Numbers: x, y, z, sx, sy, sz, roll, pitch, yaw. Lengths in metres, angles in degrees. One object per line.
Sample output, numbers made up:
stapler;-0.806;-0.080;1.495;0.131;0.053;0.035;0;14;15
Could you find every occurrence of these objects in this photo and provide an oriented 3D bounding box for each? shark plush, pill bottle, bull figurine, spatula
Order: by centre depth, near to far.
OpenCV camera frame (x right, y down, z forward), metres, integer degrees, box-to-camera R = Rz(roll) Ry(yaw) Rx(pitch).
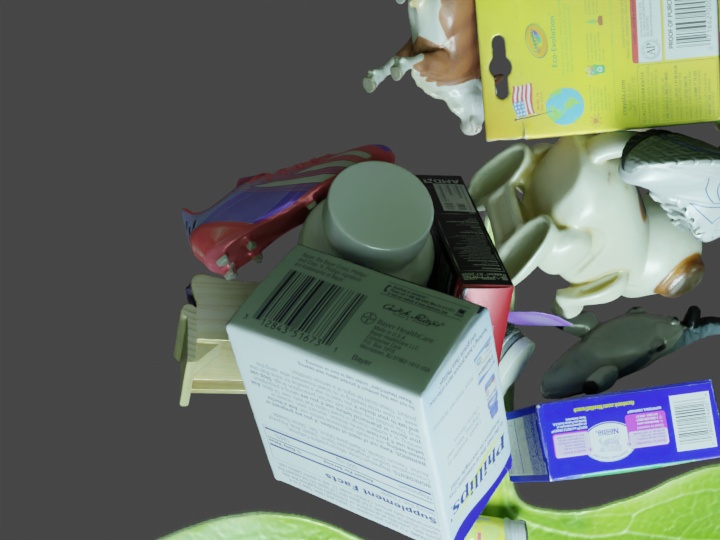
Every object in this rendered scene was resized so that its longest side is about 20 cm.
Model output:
bull figurine;0.064;-0.206;1.226;0.121;0.065;0.202;-22;120;-35
pill bottle;0.000;0.000;1.270;0.118;0.120;0.201;3;146;-11
spatula;0.102;0.062;1.388;0.199;0.021;0.056;-18;157;29
shark plush;0.271;0.072;1.461;0.199;0.091;0.084;-26;147;-12

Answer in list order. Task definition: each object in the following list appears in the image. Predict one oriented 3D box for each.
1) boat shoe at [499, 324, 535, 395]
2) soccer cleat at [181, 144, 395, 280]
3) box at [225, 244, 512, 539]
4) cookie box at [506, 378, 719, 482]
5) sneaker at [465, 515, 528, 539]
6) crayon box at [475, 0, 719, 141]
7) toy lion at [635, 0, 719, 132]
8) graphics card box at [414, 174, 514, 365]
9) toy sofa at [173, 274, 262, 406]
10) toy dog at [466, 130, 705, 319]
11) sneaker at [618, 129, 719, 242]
boat shoe;0.101;0.128;1.459;0.062;0.073;0.201;41;122;17
soccer cleat;-0.064;-0.069;1.302;0.199;0.077;0.067;-31;157;-6
box;0.012;0.103;1.177;0.183;0.105;0.201;19;142;29
cookie box;0.235;0.158;1.408;0.170;0.200;0.076;-7;82;-5
sneaker;0.104;0.338;1.574;0.090;0.078;0.201;18;111;-10
crayon box;0.197;-0.182;1.223;0.198;0.051;0.128;-4;106;3
toy lion;0.294;-0.211;1.280;0.198;0.069;0.193;8;112;-14
graphics card box;0.080;0.015;1.292;0.050;0.200;0.126;0;120;-12
toy sofa;-0.074;0.070;1.380;0.198;0.098;0.083;2;145;-11
toy dog;0.222;-0.045;1.326;0.199;0.140;0.194;24;119;-35
sneaker;0.288;-0.066;1.234;0.199;0.074;0.088;7;111;-39
